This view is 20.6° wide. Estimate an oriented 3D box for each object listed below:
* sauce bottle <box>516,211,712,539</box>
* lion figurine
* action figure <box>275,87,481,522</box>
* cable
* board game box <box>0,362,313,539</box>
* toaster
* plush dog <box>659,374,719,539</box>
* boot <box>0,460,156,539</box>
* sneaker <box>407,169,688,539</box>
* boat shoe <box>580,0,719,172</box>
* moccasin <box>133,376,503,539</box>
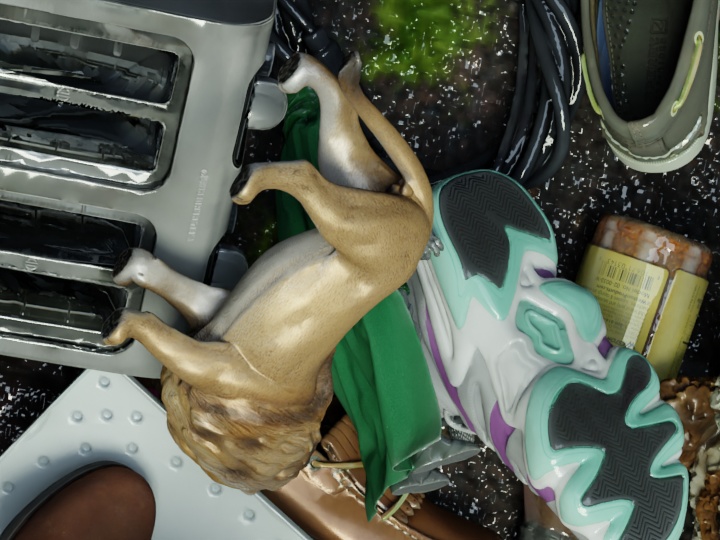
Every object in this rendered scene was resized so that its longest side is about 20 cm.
[{"bbox_3d":[0.114,0.074,0.975,0.065,0.066,0.202,20,91,-11],"label":"sauce bottle"},{"bbox_3d":[-0.025,0.008,0.810,0.122,0.073,0.200,33,120,-24],"label":"lion figurine"},{"bbox_3d":[0.000,0.000,0.894,0.054,0.118,0.202,-9,70,-24],"label":"action figure"},{"bbox_3d":[0.027,-0.115,0.950,0.161,0.051,0.202,-1,96,-10],"label":"cable"},{"bbox_3d":[-0.110,0.167,0.929,0.200,0.026,0.200,43,107,-11],"label":"board game box"},{"bbox_3d":[-0.138,-0.067,0.863,0.198,0.119,0.182,10,117,-11],"label":"toaster"},{"bbox_3d":[0.221,0.110,0.917,0.160,0.171,0.201,-29,98,-35],"label":"plush dog"},{"bbox_3d":[-0.086,0.155,0.781,0.189,0.199,0.069,-51,123,-36],"label":"boot"},{"bbox_3d":[0.073,0.066,0.932,0.077,0.140,0.201,-15,68,-26],"label":"sneaker"},{"bbox_3d":[0.139,-0.152,0.939,0.071,0.060,0.204,-2,79,18],"label":"boat shoe"},{"bbox_3d":[-0.015,0.087,0.953,0.200,0.074,0.078,32,97,-2],"label":"moccasin"}]
